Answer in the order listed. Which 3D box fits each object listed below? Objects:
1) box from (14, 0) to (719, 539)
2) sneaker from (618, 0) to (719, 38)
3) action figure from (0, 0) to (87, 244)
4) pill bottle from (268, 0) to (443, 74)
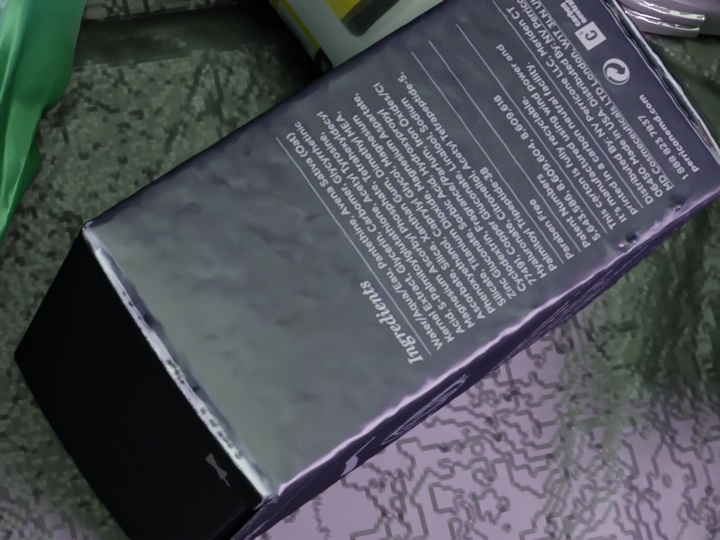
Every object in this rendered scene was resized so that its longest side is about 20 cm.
[{"bbox_3d":[0.000,0.000,0.893,0.200,0.148,0.104,-33,84,-24],"label":"box"},{"bbox_3d":[0.179,-0.131,1.034,0.199,0.076,0.081,11,60,-15],"label":"sneaker"},{"bbox_3d":[-0.151,-0.044,0.905,0.118,0.055,0.201,18,78,-36],"label":"action figure"},{"bbox_3d":[-0.019,-0.170,0.961,0.112,0.112,0.200,-35,86,-23],"label":"pill bottle"}]
